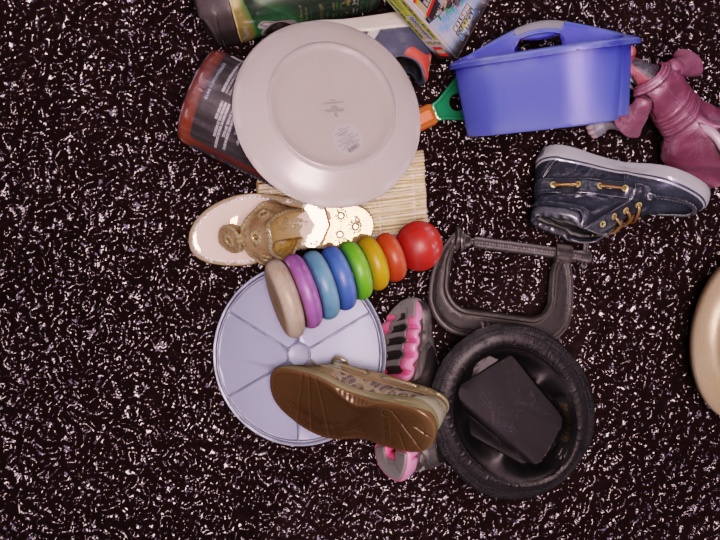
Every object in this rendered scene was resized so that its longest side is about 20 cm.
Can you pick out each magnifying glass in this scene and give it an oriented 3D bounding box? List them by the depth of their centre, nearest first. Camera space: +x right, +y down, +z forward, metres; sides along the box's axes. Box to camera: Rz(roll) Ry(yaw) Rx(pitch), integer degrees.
[{"bbox_3d":[0.101,-0.186,1.023,0.197,0.022,0.081,-25,97,-4],"label":"magnifying glass"}]

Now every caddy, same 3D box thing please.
[{"bbox_3d":[0.189,-0.202,0.934,0.196,0.141,0.108,-3,101,26],"label":"caddy"}]

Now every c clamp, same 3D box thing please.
[{"bbox_3d":[0.173,-0.003,1.037,0.195,0.027,0.175,1,86,-7],"label":"c clamp"}]

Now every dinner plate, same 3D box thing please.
[{"bbox_3d":[-0.030,-0.163,0.909,0.195,0.024,0.205,3,76,-14],"label":"dinner plate"}]

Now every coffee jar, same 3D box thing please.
[{"bbox_3d":[-0.079,-0.301,0.956,0.195,0.104,0.087,-15,93,-3],"label":"coffee jar"}]

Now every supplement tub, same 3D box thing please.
[{"bbox_3d":[-0.088,-0.144,0.962,0.197,0.107,0.109,26,93,-1],"label":"supplement tub"}]

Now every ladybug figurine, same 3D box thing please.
[{"bbox_3d":[0.438,0.074,1.042,0.133,0.072,0.205,11,93,-6],"label":"ladybug figurine"}]

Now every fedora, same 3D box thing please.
[{"bbox_3d":[0.162,0.150,1.018,0.195,0.092,0.206,-1,98,-7],"label":"fedora"}]

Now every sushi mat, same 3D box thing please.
[{"bbox_3d":[-0.021,-0.078,1.025,0.195,0.012,0.098,-7,96,-4],"label":"sushi mat"}]

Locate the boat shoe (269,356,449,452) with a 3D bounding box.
[{"bbox_3d":[-0.004,0.139,0.968,0.196,0.063,0.075,15,119,21],"label":"boat shoe"}]

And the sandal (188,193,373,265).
[{"bbox_3d":[-0.087,-0.045,0.981,0.206,0.070,0.080,-4,95,-4],"label":"sandal"}]

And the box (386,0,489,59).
[{"bbox_3d":[0.108,-0.341,0.958,0.110,0.034,0.203,36,79,-37],"label":"box"}]

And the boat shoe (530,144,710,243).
[{"bbox_3d":[0.285,-0.070,1.007,0.196,0.071,0.093,13,70,4],"label":"boat shoe"}]

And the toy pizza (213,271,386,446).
[{"bbox_3d":[-0.068,0.094,1.022,0.195,0.032,0.206,0,90,2],"label":"toy pizza"}]

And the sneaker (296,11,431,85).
[{"bbox_3d":[-0.016,-0.221,0.979,0.195,0.075,0.087,-10,86,-3],"label":"sneaker"}]

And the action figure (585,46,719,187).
[{"bbox_3d":[0.343,-0.165,0.985,0.199,0.149,0.135,38,98,-20],"label":"action figure"}]

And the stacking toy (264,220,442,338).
[{"bbox_3d":[0.000,0.000,0.972,0.196,0.085,0.087,-20,96,-13],"label":"stacking toy"}]

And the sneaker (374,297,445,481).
[{"bbox_3d":[0.069,0.133,1.030,0.094,0.078,0.205,3,91,-32],"label":"sneaker"}]
